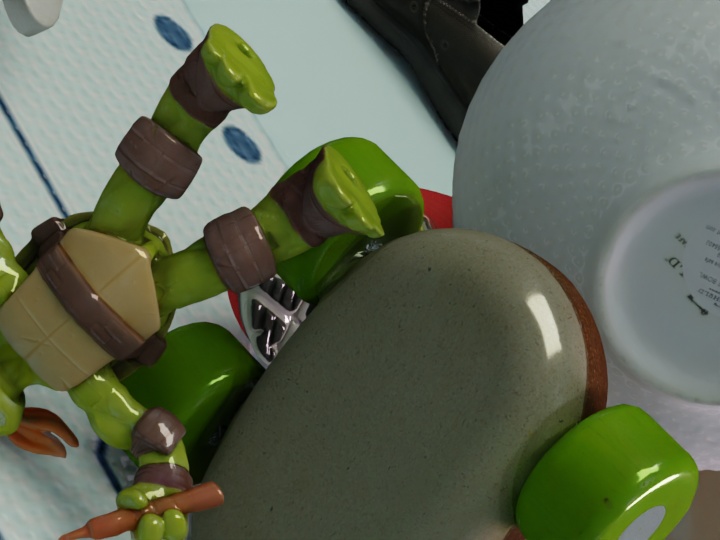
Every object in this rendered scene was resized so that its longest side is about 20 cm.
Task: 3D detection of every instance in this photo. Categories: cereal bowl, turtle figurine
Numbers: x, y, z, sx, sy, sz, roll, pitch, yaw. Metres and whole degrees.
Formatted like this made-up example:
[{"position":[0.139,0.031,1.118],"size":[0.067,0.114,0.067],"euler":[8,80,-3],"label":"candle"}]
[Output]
[{"position":[0.129,-0.010,0.862],"size":[0.200,0.200,0.083],"euler":[40,24,-12],"label":"cereal bowl"},{"position":[-0.073,0.012,0.754],"size":[0.200,0.161,0.064],"euler":[52,11,3],"label":"turtle figurine"}]

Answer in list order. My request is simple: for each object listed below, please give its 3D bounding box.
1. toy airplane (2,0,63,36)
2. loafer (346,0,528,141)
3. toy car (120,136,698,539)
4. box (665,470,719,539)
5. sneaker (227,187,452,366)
[{"position":[-0.179,-0.169,0.869],"size":[0.200,0.141,0.200],"euler":[-39,123,-70],"label":"toy airplane"},{"position":[0.048,-0.134,1.170],"size":[0.200,0.071,0.073],"euler":[53,28,12],"label":"loafer"},{"position":[0.042,0.070,0.834],"size":[0.164,0.158,0.200],"euler":[46,12,27],"label":"toy car"},{"position":[0.136,0.025,0.975],"size":[0.201,0.095,0.078],"euler":[69,23,-16],"label":"box"},{"position":[0.000,0.000,0.953],"size":[0.085,0.077,0.200],"euler":[38,17,27],"label":"sneaker"}]
